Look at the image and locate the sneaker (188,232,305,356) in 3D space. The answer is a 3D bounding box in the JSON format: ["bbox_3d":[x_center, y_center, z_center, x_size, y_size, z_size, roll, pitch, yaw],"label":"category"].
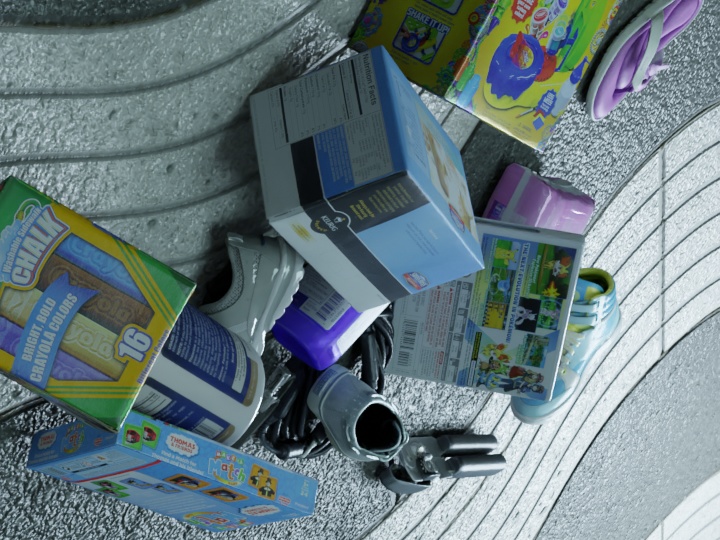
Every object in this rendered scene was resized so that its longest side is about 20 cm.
[{"bbox_3d":[-0.124,0.047,1.554,0.081,0.075,0.201,18,111,-21],"label":"sneaker"}]

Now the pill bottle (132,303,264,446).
[{"bbox_3d":[-0.179,0.069,1.425,0.200,0.111,0.111,37,87,-45],"label":"pill bottle"}]

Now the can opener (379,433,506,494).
[{"bbox_3d":[0.092,0.223,2.001,0.067,0.054,0.199,-35,158,27],"label":"can opener"}]

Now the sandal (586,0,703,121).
[{"bbox_3d":[0.319,-0.243,1.894,0.203,0.050,0.083,-50,147,-11],"label":"sandal"}]

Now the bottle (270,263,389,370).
[{"bbox_3d":[0.000,0.000,1.644,0.200,0.083,0.065,-48,146,-16],"label":"bottle"}]

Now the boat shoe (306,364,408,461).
[{"bbox_3d":[0.008,0.158,1.719,0.070,0.071,0.201,-50,153,-6],"label":"boat shoe"}]

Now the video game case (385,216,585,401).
[{"bbox_3d":[0.124,0.036,1.773,0.022,0.180,0.202,-76,175,-57],"label":"video game case"}]

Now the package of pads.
[{"bbox_3d":[0.166,-0.010,1.862,0.120,0.075,0.202,11,108,-54],"label":"package of pads"}]

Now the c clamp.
[{"bbox_3d":[-0.123,0.155,1.595,0.200,0.027,0.171,-50,176,18],"label":"c clamp"}]

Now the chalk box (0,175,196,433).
[{"bbox_3d":[-0.241,0.014,1.252,0.199,0.124,0.125,32,80,-15],"label":"chalk box"}]

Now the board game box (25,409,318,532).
[{"bbox_3d":[-0.158,0.172,1.461,0.199,0.151,0.037,26,62,-32],"label":"board game box"}]

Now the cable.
[{"bbox_3d":[-0.018,0.107,1.741,0.201,0.051,0.163,-60,148,3],"label":"cable"}]

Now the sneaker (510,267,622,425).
[{"bbox_3d":[0.235,0.076,2.029,0.200,0.079,0.131,-52,150,-26],"label":"sneaker"}]

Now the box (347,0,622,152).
[{"bbox_3d":[0.123,-0.239,1.571,0.199,0.122,0.194,18,102,-57],"label":"box"}]

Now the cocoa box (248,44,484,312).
[{"bbox_3d":[0.009,-0.075,1.501,0.130,0.135,0.200,-20,150,15],"label":"cocoa box"}]
